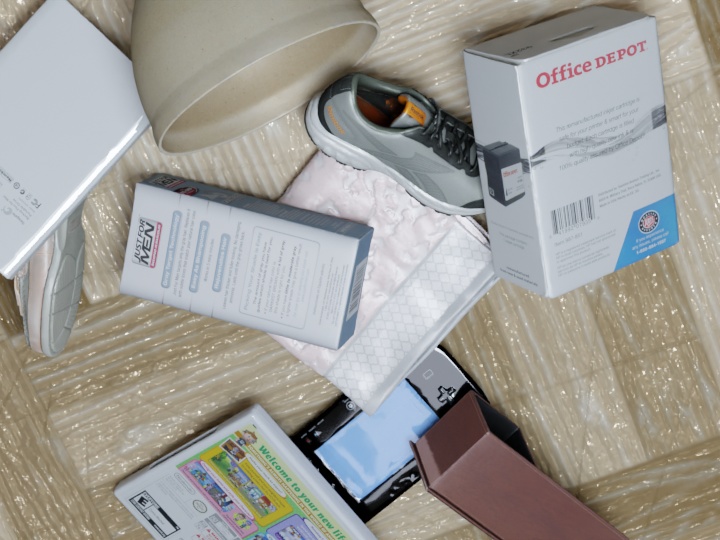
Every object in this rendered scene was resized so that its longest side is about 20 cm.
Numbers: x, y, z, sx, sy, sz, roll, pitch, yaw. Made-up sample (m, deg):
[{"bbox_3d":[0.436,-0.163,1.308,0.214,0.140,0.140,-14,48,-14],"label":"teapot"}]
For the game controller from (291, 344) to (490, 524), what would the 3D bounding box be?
[{"bbox_3d":[0.019,0.150,1.662,0.200,0.042,0.104,-40,107,14],"label":"game controller"}]

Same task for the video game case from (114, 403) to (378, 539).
[{"bbox_3d":[-0.098,0.232,1.680,0.181,0.022,0.200,-30,109,29],"label":"video game case"}]

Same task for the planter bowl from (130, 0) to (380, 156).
[{"bbox_3d":[-0.101,-0.199,1.455,0.199,0.200,0.136,-30,82,11],"label":"planter bowl"}]

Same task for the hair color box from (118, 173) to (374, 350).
[{"bbox_3d":[-0.097,-0.009,1.556,0.198,0.061,0.100,14,105,10],"label":"hair color box"}]

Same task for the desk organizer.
[{"bbox_3d":[0.143,0.199,1.641,0.077,0.072,0.200,-44,119,14],"label":"desk organizer"}]

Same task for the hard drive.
[{"bbox_3d":[-0.270,-0.111,1.515,0.132,0.026,0.200,42,87,1],"label":"hard drive"}]

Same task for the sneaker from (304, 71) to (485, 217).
[{"bbox_3d":[0.054,-0.105,1.521,0.199,0.075,0.079,20,151,-17],"label":"sneaker"}]

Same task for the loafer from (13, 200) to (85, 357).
[{"bbox_3d":[-0.274,-0.028,1.583,0.062,0.072,0.202,12,106,13],"label":"loafer"}]

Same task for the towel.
[{"bbox_3d":[0.000,0.000,1.594,0.191,0.032,0.200,40,105,-6],"label":"towel"}]

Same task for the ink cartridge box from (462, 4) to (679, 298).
[{"bbox_3d":[0.174,-0.100,1.506,0.144,0.084,0.202,-21,114,-26],"label":"ink cartridge box"}]
